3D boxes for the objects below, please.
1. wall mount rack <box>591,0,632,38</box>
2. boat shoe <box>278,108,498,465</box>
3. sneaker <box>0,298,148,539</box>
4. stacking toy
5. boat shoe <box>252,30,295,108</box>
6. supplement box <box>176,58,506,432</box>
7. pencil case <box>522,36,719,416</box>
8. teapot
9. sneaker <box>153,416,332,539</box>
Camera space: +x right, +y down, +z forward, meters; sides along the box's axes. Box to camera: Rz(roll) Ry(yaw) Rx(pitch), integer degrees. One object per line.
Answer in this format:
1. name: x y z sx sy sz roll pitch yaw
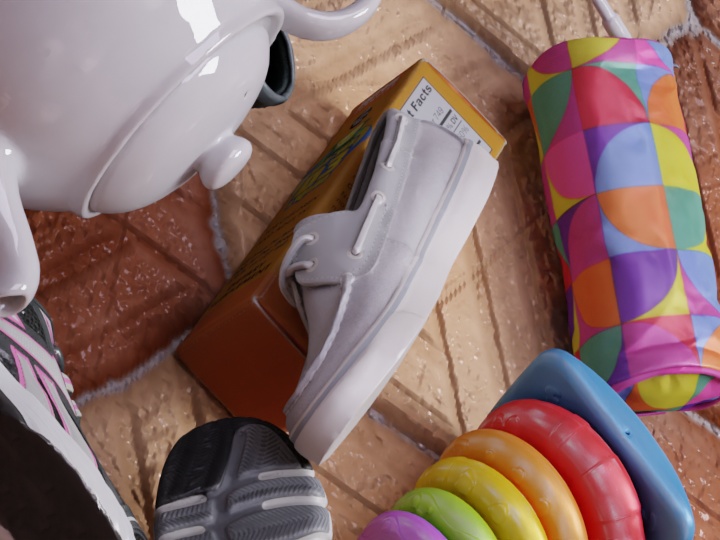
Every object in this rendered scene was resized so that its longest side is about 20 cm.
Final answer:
1. wall mount rack: 0.089 -0.212 1.555 0.174 0.075 0.200 25 48 -1
2. boat shoe: 0.000 0.000 1.295 0.068 0.072 0.200 31 51 -3
3. sneaker: -0.143 0.053 1.221 0.200 0.080 0.086 57 32 -10
4. stacking toy: 0.041 0.133 1.340 0.200 0.110 0.116 -26 71 -36
5. boat shoe: -0.061 -0.167 1.354 0.073 0.062 0.200 -31 126 -51
6. supplement box: -0.006 -0.012 1.390 0.069 0.067 0.200 47 44 -10
7. pencil case: 0.136 -0.023 1.515 0.088 0.088 0.200 11 62 -39
8. teapot: -0.100 -0.095 1.239 0.146 0.200 0.197 43 12 5
9. sneaker: -0.044 0.167 1.244 0.075 0.116 0.200 -7 49 -10
